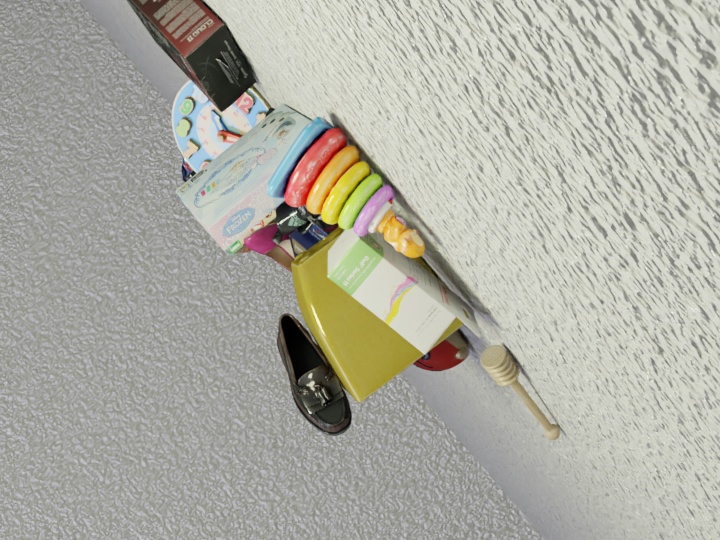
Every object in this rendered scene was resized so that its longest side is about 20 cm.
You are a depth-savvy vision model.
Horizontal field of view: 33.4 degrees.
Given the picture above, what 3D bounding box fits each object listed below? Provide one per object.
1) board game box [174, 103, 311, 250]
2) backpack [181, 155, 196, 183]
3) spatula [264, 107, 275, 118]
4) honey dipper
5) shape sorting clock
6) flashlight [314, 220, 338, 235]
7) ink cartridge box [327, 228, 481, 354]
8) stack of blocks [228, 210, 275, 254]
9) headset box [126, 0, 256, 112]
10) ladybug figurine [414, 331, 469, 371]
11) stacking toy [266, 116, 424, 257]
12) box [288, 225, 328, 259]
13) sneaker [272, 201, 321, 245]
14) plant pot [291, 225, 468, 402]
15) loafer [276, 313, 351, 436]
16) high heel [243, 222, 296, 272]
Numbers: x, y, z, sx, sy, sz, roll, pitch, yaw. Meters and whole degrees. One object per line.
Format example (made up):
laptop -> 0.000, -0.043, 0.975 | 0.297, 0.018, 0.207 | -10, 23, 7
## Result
board game box -> -0.140, -0.130, 1.602 | 0.044, 0.199, 0.199 | 53, 174, -26
backpack -> -0.192, -0.161, 2.050 | 0.135, 0.182, 0.200 | 56, -171, 13
spatula -> -0.147, -0.162, 1.746 | 0.056, 0.020, 0.202 | 39, -135, -34
honey dipper -> 0.223, 0.170, 1.622 | 0.200, 0.038, 0.038 | 48, 176, -38
shape sorting clock -> -0.213, -0.214, 1.890 | 0.201, 0.199, 0.039 | 50, -145, -5
flashlight -> -0.027, -0.042, 1.980 | 0.067, 0.068, 0.201 | -7, 134, 27
ink cartridge box -> 0.053, 0.029, 1.508 | 0.199, 0.067, 0.117 | 39, -167, -11
stack of blocks -> -0.137, -0.093, 1.988 | 0.059, 0.115, 0.199 | 56, -152, 9
headset box -> -0.239, -0.330, 1.707 | 0.200, 0.075, 0.149 | 47, 175, 28
ladybug figurine -> 0.088, 0.102, 1.898 | 0.199, 0.072, 0.136 | 26, 160, 46
stacking toy -> -0.003, -0.082, 1.423 | 0.199, 0.110, 0.116 | 38, -172, 10
box -> -0.057, 0.015, 1.879 | 0.121, 0.032, 0.202 | 39, 151, 41
sneaker -> -0.061, -0.082, 1.593 | 0.078, 0.140, 0.200 | 51, 175, -21
plant pot -> 0.005, 0.037, 1.696 | 0.201, 0.193, 0.195 | 55, 174, -8
loafer -> -0.075, 0.147, 1.723 | 0.201, 0.071, 0.063 | 59, 170, 36
high heel -> -0.117, -0.020, 1.913 | 0.097, 0.067, 0.200 | 68, -162, 11
